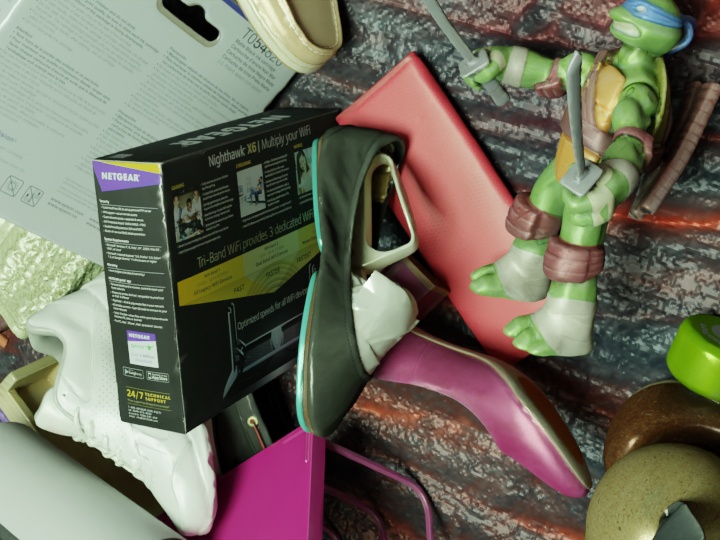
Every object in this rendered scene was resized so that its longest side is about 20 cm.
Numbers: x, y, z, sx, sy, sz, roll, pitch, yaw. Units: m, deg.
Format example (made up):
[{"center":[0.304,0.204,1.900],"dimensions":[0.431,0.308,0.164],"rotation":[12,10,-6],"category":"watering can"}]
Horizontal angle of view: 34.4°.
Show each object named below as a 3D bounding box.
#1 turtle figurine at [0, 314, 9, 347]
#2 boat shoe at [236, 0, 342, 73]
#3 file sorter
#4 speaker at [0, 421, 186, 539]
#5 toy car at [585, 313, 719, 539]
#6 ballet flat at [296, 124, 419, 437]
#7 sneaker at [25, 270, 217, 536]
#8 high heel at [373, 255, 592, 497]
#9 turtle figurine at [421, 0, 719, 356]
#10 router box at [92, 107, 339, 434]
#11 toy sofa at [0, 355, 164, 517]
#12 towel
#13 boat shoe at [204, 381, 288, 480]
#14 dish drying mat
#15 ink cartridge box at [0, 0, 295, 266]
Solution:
[{"center":[-0.241,0.003,0.907],"dimensions":[0.160,0.064,0.202],"rotation":[24,96,12],"category":"turtle figurine"},{"center":[-0.048,-0.226,0.724],"dimensions":[0.069,0.074,0.202],"rotation":[-15,97,37],"category":"boat shoe"},{"center":[-0.055,0.226,0.813],"dimensions":[0.125,0.140,0.199],"rotation":[31,131,-31],"category":"file sorter"},{"center":[-0.203,0.178,0.809],"dimensions":[0.199,0.081,0.082],"rotation":[23,116,39],"category":"speaker"},{"center":[0.186,0.145,0.627],"dimensions":[0.157,0.200,0.166],"rotation":[27,117,20],"category":"toy car"},{"center":[0.000,0.000,0.708],"dimensions":[0.068,0.068,0.202],"rotation":[-4,71,17],"category":"ballet flat"},{"center":[-0.170,0.103,0.805],"dimensions":[0.201,0.099,0.078],"rotation":[58,154,19],"category":"sneaker"},{"center":[0.052,0.084,0.722],"dimensions":[0.096,0.067,0.200],"rotation":[-46,67,10],"category":"high heel"},{"center":[0.091,-0.060,0.634],"dimensions":[0.143,0.199,0.196],"rotation":[29,121,33],"category":"turtle figurine"},{"center":[-0.077,-0.010,0.731],"dimensions":[0.052,0.200,0.159],"rotation":[6,107,28],"category":"router box"},{"center":[-0.223,0.170,0.941],"dimensions":[0.097,0.083,0.201],"rotation":[-42,83,31],"category":"toy sofa"},{"center":[-0.226,-0.065,0.853],"dimensions":[0.148,0.036,0.200],"rotation":[41,94,9],"category":"towel"},{"center":[-0.092,0.050,0.841],"dimensions":[0.062,0.074,0.204],"rotation":[-10,96,9],"category":"boat shoe"},{"center":[0.064,-0.037,0.751],"dimensions":[0.077,0.018,0.201],"rotation":[-36,85,34],"category":"dish drying mat"},{"center":[-0.160,-0.110,0.736],"dimensions":[0.200,0.199,0.041],"rotation":[-48,51,8],"category":"ink cartridge box"}]
